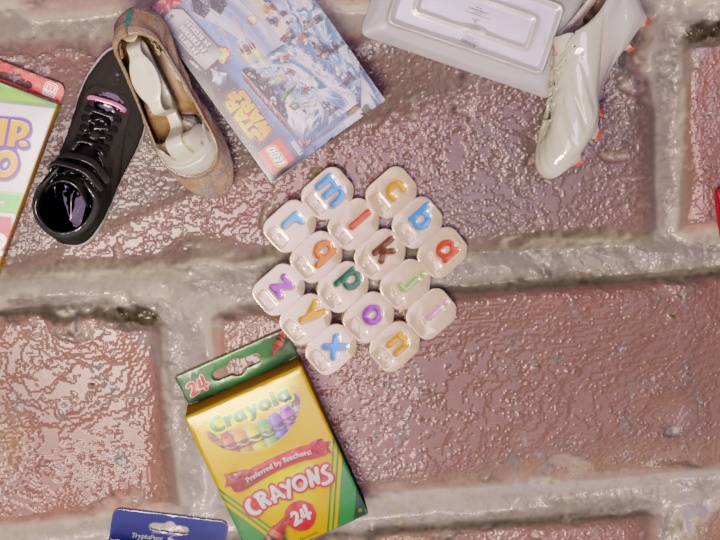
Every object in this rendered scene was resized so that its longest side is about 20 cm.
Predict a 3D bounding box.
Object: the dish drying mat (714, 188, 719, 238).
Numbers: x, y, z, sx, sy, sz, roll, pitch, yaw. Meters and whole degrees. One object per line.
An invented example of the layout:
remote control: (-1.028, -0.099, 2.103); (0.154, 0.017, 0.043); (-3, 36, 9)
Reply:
dish drying mat: (0.462, -0.068, 1.237); (0.200, 0.018, 0.077); (-12, 98, -4)

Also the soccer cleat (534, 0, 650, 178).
soccer cleat: (0.206, -0.186, 1.168); (0.078, 0.069, 0.200); (26, 87, -27)

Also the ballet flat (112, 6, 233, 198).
ballet flat: (-0.177, -0.143, 1.118); (0.068, 0.067, 0.200); (-22, 115, 9)

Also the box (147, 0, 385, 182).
box: (-0.089, -0.203, 1.153); (0.137, 0.040, 0.200); (-35, 100, -1)

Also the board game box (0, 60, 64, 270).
board game box: (-0.358, -0.099, 1.150); (0.095, 0.030, 0.200); (21, 93, -9)

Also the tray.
tray: (0.110, -0.248, 1.175); (0.200, 0.022, 0.107); (17, 97, -8)

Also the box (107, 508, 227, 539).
box: (-0.207, 0.346, 1.227); (0.121, 0.032, 0.200); (8, 96, -6)

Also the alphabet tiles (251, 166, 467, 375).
alphabet tiles: (0.000, 0.000, 1.200); (0.196, 0.015, 0.200); (-42, 100, -4)

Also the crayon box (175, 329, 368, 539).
crayon box: (-0.090, 0.174, 1.203); (0.127, 0.051, 0.200); (-25, 99, -1)

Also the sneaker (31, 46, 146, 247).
sneaker: (-0.245, -0.113, 1.121); (0.071, 0.099, 0.200); (19, 95, -6)
